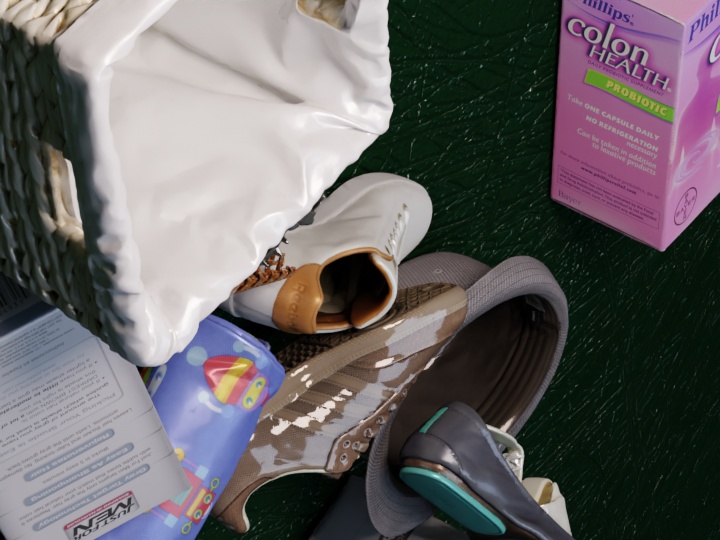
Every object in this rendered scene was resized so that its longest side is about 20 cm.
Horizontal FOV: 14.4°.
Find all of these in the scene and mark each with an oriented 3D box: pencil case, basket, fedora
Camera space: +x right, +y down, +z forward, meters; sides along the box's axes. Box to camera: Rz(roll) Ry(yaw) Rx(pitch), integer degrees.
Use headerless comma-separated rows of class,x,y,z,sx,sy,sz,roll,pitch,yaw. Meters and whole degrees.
pencil case,-0.119,0.112,1.556,0.078,0.087,0.200,37,80,-39
basket,-0.106,-0.105,1.289,0.200,0.160,0.199,-47,150,-31
fedora,0.040,0.061,1.791,0.200,0.090,0.177,-44,147,-22

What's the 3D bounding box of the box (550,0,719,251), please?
box,0.218,-0.150,1.924,0.176,0.096,0.201,-43,147,-36

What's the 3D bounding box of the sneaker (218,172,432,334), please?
sneaker,0.000,0.000,1.672,0.200,0.084,0.073,-27,135,-53

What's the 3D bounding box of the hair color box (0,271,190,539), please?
hair color box,-0.160,0.064,1.420,0.099,0.061,0.200,-28,146,-7

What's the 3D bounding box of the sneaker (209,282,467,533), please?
sneaker,-0.017,0.078,1.666,0.199,0.070,0.076,-29,105,-13

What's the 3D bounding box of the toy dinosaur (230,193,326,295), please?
toy dinosaur,-0.098,-0.021,1.489,0.136,0.102,0.200,-45,174,18

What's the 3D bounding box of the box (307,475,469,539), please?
box,0.011,0.281,1.897,0.199,0.130,0.200,-54,152,-19

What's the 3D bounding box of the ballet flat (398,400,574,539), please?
ballet flat,0.093,0.147,1.767,0.073,0.073,0.200,-55,132,-16
